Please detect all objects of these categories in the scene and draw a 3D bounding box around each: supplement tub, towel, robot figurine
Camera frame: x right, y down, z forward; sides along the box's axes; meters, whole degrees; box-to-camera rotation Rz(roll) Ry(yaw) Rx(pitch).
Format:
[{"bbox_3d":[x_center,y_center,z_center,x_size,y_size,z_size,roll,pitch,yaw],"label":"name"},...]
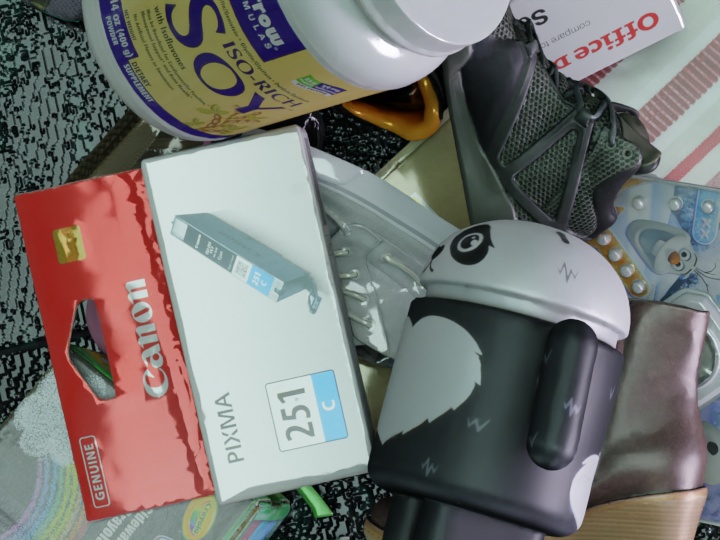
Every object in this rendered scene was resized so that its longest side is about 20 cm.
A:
[{"bbox_3d":[-0.034,-0.156,1.209,0.200,0.145,0.146,-13,85,41],"label":"supplement tub"},{"bbox_3d":[0.204,-0.129,1.425,0.144,0.023,0.200,-43,83,3],"label":"towel"},{"bbox_3d":[0.073,0.071,1.245,0.150,0.125,0.200,11,81,30],"label":"robot figurine"}]

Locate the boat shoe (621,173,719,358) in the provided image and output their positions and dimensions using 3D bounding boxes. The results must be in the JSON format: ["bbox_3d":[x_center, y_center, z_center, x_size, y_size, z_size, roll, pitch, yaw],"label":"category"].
[{"bbox_3d":[0.207,0.031,1.383,0.072,0.066,0.200,-22,93,-7],"label":"boat shoe"}]

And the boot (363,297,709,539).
[{"bbox_3d":[0.104,0.094,1.334,0.200,0.072,0.167,3,91,12],"label":"boot"}]

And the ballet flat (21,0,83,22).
[{"bbox_3d":[-0.142,-0.243,1.444,0.072,0.072,0.200,32,90,6],"label":"ballet flat"}]

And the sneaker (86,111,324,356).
[{"bbox_3d":[-0.078,-0.017,1.380,0.079,0.095,0.200,37,87,-34],"label":"sneaker"}]

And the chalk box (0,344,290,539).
[{"bbox_3d":[-0.127,0.155,1.380,0.200,0.124,0.124,39,89,9],"label":"chalk box"}]

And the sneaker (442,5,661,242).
[{"bbox_3d":[0.104,-0.103,1.287,0.114,0.076,0.200,-11,109,9],"label":"sneaker"}]

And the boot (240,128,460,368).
[{"bbox_3d":[0.000,0.000,1.345,0.200,0.074,0.096,29,82,-14],"label":"boot"}]

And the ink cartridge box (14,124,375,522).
[{"bbox_3d":[-0.096,0.034,1.291,0.176,0.045,0.200,-13,92,5],"label":"ink cartridge box"}]

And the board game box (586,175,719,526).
[{"bbox_3d":[0.191,0.050,1.342,0.200,0.026,0.200,11,102,19],"label":"board game box"}]

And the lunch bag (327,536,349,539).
[{"bbox_3d":[0.040,0.248,1.388,0.200,0.082,0.176,20,87,6],"label":"lunch bag"}]

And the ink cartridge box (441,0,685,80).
[{"bbox_3d":[0.087,-0.201,1.335,0.146,0.084,0.200,-27,128,7],"label":"ink cartridge box"}]

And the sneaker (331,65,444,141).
[{"bbox_3d":[-0.024,-0.141,1.366,0.200,0.077,0.078,23,119,-29],"label":"sneaker"}]

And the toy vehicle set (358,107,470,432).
[{"bbox_3d":[0.038,-0.002,1.413,0.200,0.027,0.124,-43,88,-6],"label":"toy vehicle set"}]

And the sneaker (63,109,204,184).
[{"bbox_3d":[-0.107,-0.082,1.435,0.200,0.070,0.076,-46,110,0],"label":"sneaker"}]

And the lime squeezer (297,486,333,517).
[{"bbox_3d":[-0.067,0.059,1.429,0.071,0.038,0.200,-9,84,7],"label":"lime squeezer"}]
